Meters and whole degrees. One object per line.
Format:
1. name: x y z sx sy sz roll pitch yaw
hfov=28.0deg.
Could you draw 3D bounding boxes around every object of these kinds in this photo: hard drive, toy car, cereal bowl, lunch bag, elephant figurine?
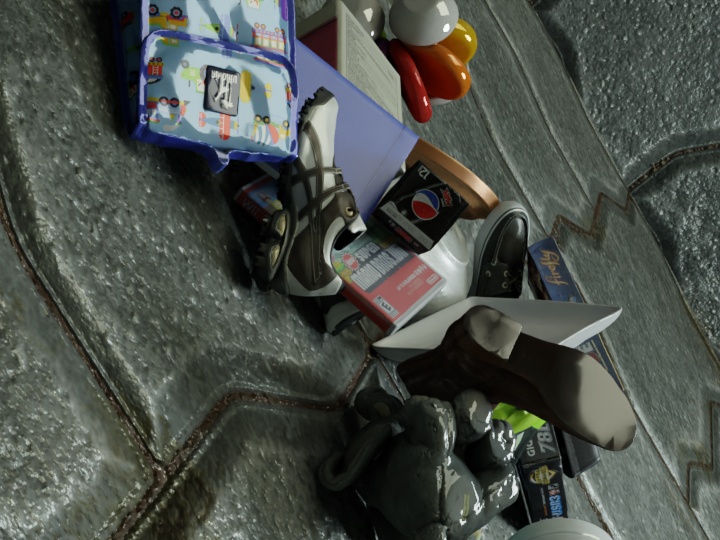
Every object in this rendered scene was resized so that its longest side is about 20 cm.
1. hard drive: 0.235 0.166 1.652 0.200 0.042 0.135 53 23 -86
2. hard drive: -0.052 -0.143 1.410 0.200 0.025 0.132 37 61 -10
3. toy car: 0.040 -0.241 1.736 0.175 0.199 0.150 68 23 -58
4. cereal bowl: 0.066 -0.031 1.661 0.200 0.083 0.200 49 24 -31
5. lunch bag: -0.138 -0.175 1.288 0.150 0.094 0.200 8 60 -28
6. elephant figurine: 0.033 0.178 1.272 0.155 0.200 0.142 -13 91 -43

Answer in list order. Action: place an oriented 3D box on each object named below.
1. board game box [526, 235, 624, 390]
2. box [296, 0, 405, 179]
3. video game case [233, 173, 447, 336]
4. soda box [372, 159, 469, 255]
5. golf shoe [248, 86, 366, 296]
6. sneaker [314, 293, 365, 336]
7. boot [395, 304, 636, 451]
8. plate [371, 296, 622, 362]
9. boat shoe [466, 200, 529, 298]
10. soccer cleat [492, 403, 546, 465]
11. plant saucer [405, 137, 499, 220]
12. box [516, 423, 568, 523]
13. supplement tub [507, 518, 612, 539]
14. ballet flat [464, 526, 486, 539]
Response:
1. board game box: 0.249 0.074 1.689 0.136 0.035 0.200 72 -3 -69
2. box: -0.031 -0.179 1.576 0.128 0.109 0.200 49 23 -31
3. video game case: -0.016 -0.028 1.412 0.200 0.017 0.143 41 28 7
4. soda box: 0.056 -0.060 1.476 0.071 0.063 0.200 40 -3 -1
5. golf shoe: -0.036 -0.068 1.329 0.078 0.094 0.201 109 -5 -77
6. sneaker: 0.000 0.000 1.476 0.079 0.074 0.200 56 20 -1
7. boot: 0.131 0.117 1.286 0.186 0.200 0.064 38 63 0
8. plate: 0.146 0.071 1.517 0.199 0.200 0.032 -21 109 -50
9. boat shoe: 0.165 0.018 1.704 0.068 0.200 0.057 1 24 -32
10. soccer cleat: 0.112 0.177 1.384 0.068 0.200 0.081 40 -22 38
11. plant saucer: 0.073 -0.115 1.719 0.200 0.032 0.200 30 -7 4
12. box: 0.192 0.181 1.646 0.199 0.050 0.200 72 5 -53
13. supplement tub: 0.204 0.359 1.420 0.132 0.132 0.200 50 23 -30
14. ballet flat: 0.103 0.197 1.463 0.072 0.072 0.200 54 22 -20
